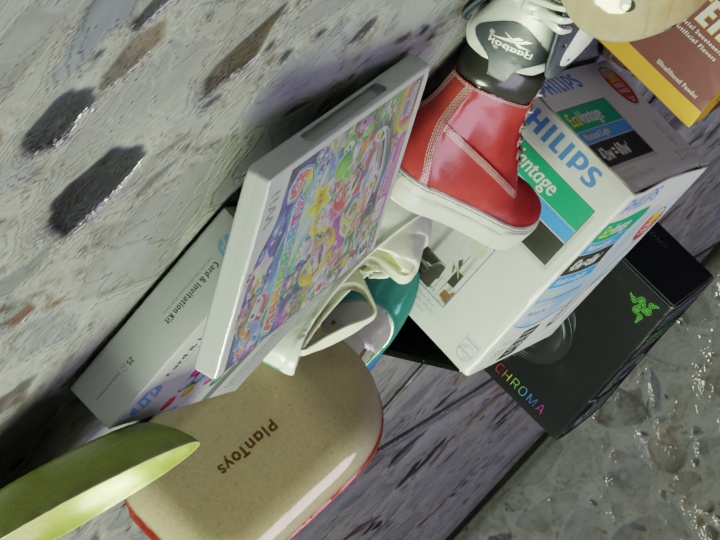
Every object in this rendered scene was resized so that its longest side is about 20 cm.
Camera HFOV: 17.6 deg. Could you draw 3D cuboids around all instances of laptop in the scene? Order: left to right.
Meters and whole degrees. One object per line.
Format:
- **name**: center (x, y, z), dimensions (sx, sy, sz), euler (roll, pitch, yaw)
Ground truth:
- **laptop**: center (0.045, 0.082, 1.964), dimensions (0.187, 0.200, 0.116), euler (-30, 126, -53)

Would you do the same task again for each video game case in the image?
- **video game case**: center (-0.027, -0.035, 1.388), dimensions (0.200, 0.018, 0.143), euler (-40, 153, -53)

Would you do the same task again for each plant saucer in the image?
- **plant saucer**: center (-0.195, 0.145, 1.460), dimensions (0.200, 0.031, 0.200), euler (-30, 174, -4)

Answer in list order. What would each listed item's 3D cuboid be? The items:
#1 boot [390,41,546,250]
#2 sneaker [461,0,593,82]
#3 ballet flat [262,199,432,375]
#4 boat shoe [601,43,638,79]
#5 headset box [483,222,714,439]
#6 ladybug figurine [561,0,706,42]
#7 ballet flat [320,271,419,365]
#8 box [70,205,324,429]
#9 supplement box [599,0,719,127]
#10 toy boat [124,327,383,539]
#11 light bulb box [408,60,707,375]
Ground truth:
- **boot**: center (0.101, -0.094, 1.577), dimensions (0.144, 0.072, 0.200), euler (-50, 153, 12)
- **sneaker**: center (0.108, -0.164, 1.386), dimensions (0.130, 0.079, 0.199), euler (-58, 175, 19)
- **ballet flat**: center (0.000, 0.000, 1.632), dimensions (0.200, 0.069, 0.069), euler (-42, 168, -15)
- **boat shoe**: center (0.233, -0.173, 1.817), dimensions (0.074, 0.069, 0.200), euler (-47, 168, 13)
- **headset box**: center (0.188, 0.016, 2.065), dimensions (0.093, 0.174, 0.200), euler (-30, 162, -53)
- **ladybug figurine**: center (0.172, -0.219, 1.265), dimensions (0.136, 0.072, 0.200), euler (11, 96, -44)
- **ballet flat**: center (-0.023, 0.067, 1.750), dimensions (0.200, 0.067, 0.070), euler (-48, -162, 24)
- **box**: center (-0.083, 0.022, 1.486), dimensions (0.156, 0.041, 0.200), euler (-48, 167, 16)
- **supplement box**: center (0.276, -0.236, 1.585), dimensions (0.200, 0.133, 0.197), euler (-33, 164, -46)
- **toy boat**: center (-0.077, 0.130, 1.680), dimensions (0.200, 0.131, 0.131), euler (-42, 175, -12)
- **light bulb box**: center (0.138, -0.044, 1.808), dimensions (0.200, 0.125, 0.198), euler (-49, 168, 24)
